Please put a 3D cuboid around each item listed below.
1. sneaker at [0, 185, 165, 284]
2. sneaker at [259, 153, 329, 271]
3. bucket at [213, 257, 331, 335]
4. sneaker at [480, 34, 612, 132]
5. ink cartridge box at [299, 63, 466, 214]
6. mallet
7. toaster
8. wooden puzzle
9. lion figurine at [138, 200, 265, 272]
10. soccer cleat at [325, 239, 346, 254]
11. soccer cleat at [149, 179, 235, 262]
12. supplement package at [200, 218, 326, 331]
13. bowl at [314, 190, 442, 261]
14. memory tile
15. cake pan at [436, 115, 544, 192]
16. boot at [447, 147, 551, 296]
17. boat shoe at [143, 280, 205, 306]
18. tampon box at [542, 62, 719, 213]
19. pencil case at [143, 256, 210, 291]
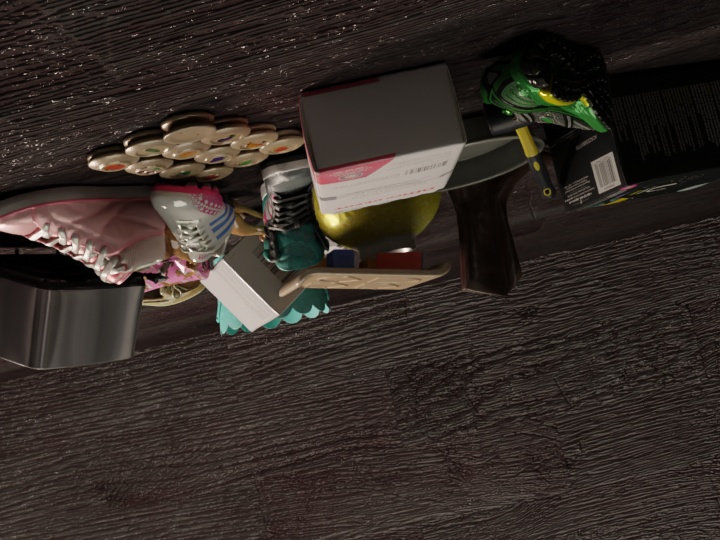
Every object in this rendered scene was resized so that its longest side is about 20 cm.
[{"bbox_3d":[-0.300,-0.035,1.079,0.200,0.105,0.075,-6,173,-40],"label":"sneaker"},{"bbox_3d":[-0.081,-0.063,1.183,0.083,0.121,0.200,-12,173,-9],"label":"sneaker"},{"bbox_3d":[-0.163,0.030,1.766,0.207,0.135,0.207,-13,174,-1],"label":"bucket"},{"bbox_3d":[0.189,-0.180,0.975,0.085,0.078,0.200,-9,168,38],"label":"sneaker"},{"bbox_3d":[0.018,-0.126,0.999,0.146,0.083,0.200,-13,173,-3],"label":"ink cartridge box"},{"bbox_3d":[0.204,-0.142,1.128,0.066,0.041,0.200,-22,146,20],"label":"mallet"},{"bbox_3d":[-0.387,0.045,1.259,0.200,0.119,0.181,12,-172,30],"label":"toaster"},{"bbox_3d":[0.000,0.000,1.302,0.200,0.046,0.185,-4,175,-13],"label":"wooden puzzle"},{"bbox_3d":[-0.210,-0.057,1.280,0.200,0.073,0.123,-28,155,4],"label":"lion figurine"},{"bbox_3d":[-0.032,-0.062,1.613,0.200,0.068,0.073,-25,-169,45],"label":"soccer cleat"},{"bbox_3d":[-0.187,-0.054,1.138,0.070,0.087,0.200,5,178,10],"label":"soccer cleat"},{"bbox_3d":[-0.145,0.002,1.470,0.117,0.117,0.200,-48,-173,-20],"label":"supplement package"},{"bbox_3d":[0.026,-0.073,1.373,0.200,0.108,0.200,-12,174,-1],"label":"bowl"},{"bbox_3d":[-0.160,-0.120,0.996,0.153,0.017,0.200,-17,172,30],"label":"memory tile"},{"bbox_3d":[0.126,-0.144,1.222,0.200,0.037,0.200,-13,170,-2],"label":"cake pan"},{"bbox_3d":[0.205,-0.066,1.364,0.186,0.200,0.064,-10,173,-21],"label":"boot"},{"bbox_3d":[-0.352,0.023,1.633,0.200,0.073,0.063,-4,176,-13],"label":"boat shoe"},{"bbox_3d":[0.349,-0.158,1.183,0.200,0.127,0.150,-11,174,-17],"label":"tampon box"},{"bbox_3d":[-0.317,-0.004,1.427,0.200,0.083,0.087,-14,-147,6],"label":"pencil case"}]
